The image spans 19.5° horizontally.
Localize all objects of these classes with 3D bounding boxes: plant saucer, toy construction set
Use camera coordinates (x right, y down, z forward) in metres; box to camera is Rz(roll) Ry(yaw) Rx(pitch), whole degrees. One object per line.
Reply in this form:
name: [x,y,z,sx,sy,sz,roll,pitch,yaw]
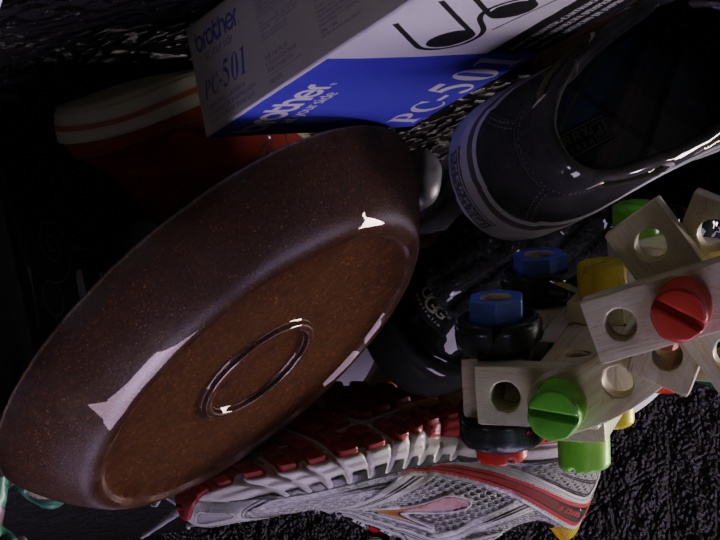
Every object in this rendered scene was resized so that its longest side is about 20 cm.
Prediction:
plant saucer: [-0.048,0.028,0.801,0.200,0.035,0.201,-36,162,-14]
toy construction set: [0.105,0.021,0.713,0.130,0.093,0.200,1,-179,19]

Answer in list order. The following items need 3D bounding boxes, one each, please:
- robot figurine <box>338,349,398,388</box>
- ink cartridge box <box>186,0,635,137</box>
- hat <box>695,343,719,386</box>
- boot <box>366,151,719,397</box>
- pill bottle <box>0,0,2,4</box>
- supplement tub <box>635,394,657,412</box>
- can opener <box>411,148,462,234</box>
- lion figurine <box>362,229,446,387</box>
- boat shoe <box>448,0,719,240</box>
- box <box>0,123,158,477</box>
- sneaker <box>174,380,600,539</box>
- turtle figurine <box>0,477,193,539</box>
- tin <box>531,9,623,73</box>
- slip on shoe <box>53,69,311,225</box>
robot figurine: [-0.033,0.065,1.288,0.149,0.126,0.200,-11,170,12]
ink cartridge box: [0.028,-0.095,0.692,0.093,0.045,0.200,-6,170,-32]
hat: [0.218,-0.047,1.023,0.165,0.178,0.199,-17,154,35]
boot: [0.108,-0.025,0.902,0.211,0.080,0.158,-29,169,-50]
pill bottle: [-0.140,-0.064,0.440,0.111,0.113,0.200,-7,169,-32]
supplement tub: [0.108,0.024,1.192,0.144,0.146,0.200,-11,170,-8]
can opener: [-0.019,-0.019,1.102,0.053,0.067,0.199,32,138,-29]
lion figurine: [0.000,0.000,0.998,0.123,0.199,0.073,-54,176,-20]
boat shoe: [0.116,-0.074,0.742,0.199,0.070,0.066,-27,-179,-34]
box: [-0.187,0.029,0.891,0.199,0.125,0.148,-17,171,21]
sneaker: [0.018,0.095,0.913,0.198,0.083,0.078,-4,-162,-16]
turtle figurine: [-0.145,0.093,1.064,0.149,0.101,0.200,-24,159,-28]
tin: [0.174,-0.098,0.903,0.198,0.042,0.112,-14,166,8]
slip on shoe: [-0.062,-0.040,0.847,0.073,0.062,0.200,-13,169,14]
